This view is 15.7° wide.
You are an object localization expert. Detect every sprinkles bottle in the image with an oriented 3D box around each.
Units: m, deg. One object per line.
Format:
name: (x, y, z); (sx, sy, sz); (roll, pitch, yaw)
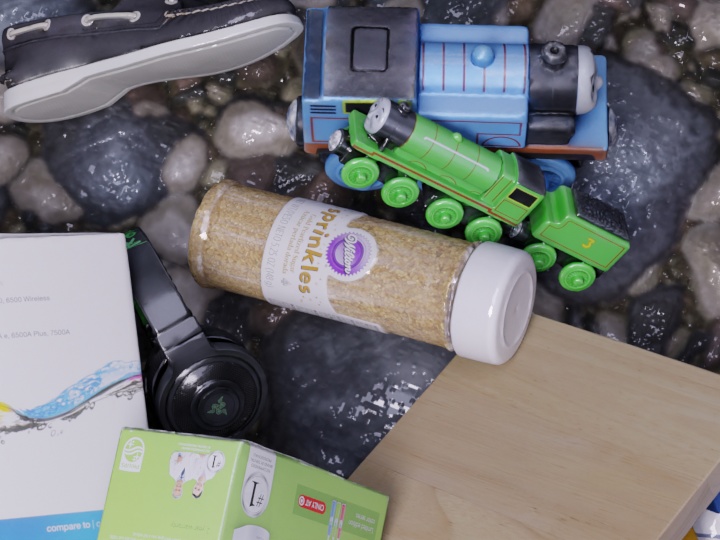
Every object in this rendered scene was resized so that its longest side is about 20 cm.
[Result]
sprinkles bottle: (0.000, 0.000, 1.524); (0.200, 0.068, 0.068); (14, 74, 21)

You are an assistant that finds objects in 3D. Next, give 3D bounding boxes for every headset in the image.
headset: (-0.103, 0.074, 1.507); (0.094, 0.123, 0.200); (-30, 95, -6)

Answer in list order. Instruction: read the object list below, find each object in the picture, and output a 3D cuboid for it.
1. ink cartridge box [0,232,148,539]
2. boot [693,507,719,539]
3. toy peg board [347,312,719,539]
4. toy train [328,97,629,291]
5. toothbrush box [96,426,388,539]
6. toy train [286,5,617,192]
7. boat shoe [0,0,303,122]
ink cartridge box: (-0.207, 0.090, 1.456); (0.144, 0.147, 0.201); (-3, 79, -26)
boot: (0.274, 0.177, 1.501); (0.199, 0.073, 0.091); (2, 96, -2)
toy peg board: (0.109, 0.142, 1.471); (0.200, 0.098, 0.199); (19, 56, 41)
toy train: (0.072, -0.046, 1.521); (0.200, 0.056, 0.042); (25, 37, -27)
toothbrush box: (-0.073, 0.197, 1.377); (0.086, 0.146, 0.201); (2, 77, 34)
toy train: (0.054, -0.099, 1.547); (0.199, 0.114, 0.087); (2, 63, 2)
boat shoe: (-0.129, -0.141, 1.568); (0.200, 0.074, 0.061); (-15, 77, 26)
